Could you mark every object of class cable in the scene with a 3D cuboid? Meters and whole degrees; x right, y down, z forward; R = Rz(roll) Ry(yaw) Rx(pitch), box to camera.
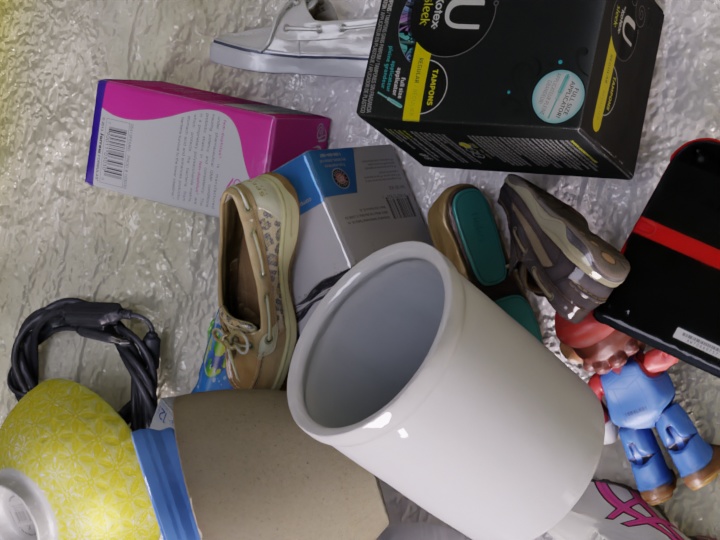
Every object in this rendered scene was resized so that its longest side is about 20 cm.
[{"bbox_3d":[-0.273,0.111,1.777,0.199,0.051,0.164,-1,102,34],"label":"cable"}]

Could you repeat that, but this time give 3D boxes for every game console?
[{"bbox_3d":[0.303,0.000,1.390,0.199,0.031,0.178,25,81,24],"label":"game console"}]

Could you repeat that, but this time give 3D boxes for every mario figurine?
[{"bbox_3d":[0.233,0.083,1.472,0.123,0.106,0.201,-26,92,-7],"label":"mario figurine"}]

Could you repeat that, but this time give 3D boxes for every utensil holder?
[{"bbox_3d":[0.071,0.101,1.385,0.170,0.200,0.171,-33,36,29],"label":"utensil holder"}]

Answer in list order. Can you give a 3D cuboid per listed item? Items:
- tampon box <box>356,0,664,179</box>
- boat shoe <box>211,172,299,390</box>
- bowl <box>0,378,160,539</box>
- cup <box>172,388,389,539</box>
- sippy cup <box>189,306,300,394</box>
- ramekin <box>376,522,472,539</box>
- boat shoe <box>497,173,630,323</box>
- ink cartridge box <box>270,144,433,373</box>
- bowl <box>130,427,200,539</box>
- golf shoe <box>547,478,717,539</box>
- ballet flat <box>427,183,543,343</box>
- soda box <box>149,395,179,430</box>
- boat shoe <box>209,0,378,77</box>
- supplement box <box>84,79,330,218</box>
[{"bbox_3d":[0.123,-0.168,1.445,0.199,0.126,0.151,6,77,30],"label":"tampon box"},{"bbox_3d":[-0.096,0.018,1.489,0.073,0.062,0.201,19,114,41],"label":"boat shoe"},{"bbox_3d":[-0.298,0.217,1.724,0.199,0.107,0.201,23,127,34],"label":"bowl"},{"bbox_3d":[-0.057,0.180,1.464,0.142,0.200,0.202,-17,86,-1],"label":"cup"},{"bbox_3d":[-0.083,0.077,1.610,0.177,0.139,0.131,10,93,24],"label":"sippy cup"},{"bbox_3d":[0.048,0.316,1.535,0.199,0.098,0.202,0,102,1],"label":"ramekin"},{"bbox_3d":[0.146,-0.019,1.444,0.074,0.200,0.074,30,101,-21],"label":"boat shoe"},{"bbox_3d":[0.000,0.000,1.544,0.084,0.144,0.201,-28,80,31],"label":"ink cartridge box"},{"bbox_3d":[-0.150,0.229,1.537,0.039,0.201,0.202,-17,85,-10],"label":"bowl"},{"bbox_3d":[0.226,0.230,1.466,0.199,0.092,0.073,23,108,28],"label":"golf shoe"},{"bbox_3d":[0.108,0.024,1.542,0.063,0.068,0.201,-26,78,58],"label":"ballet flat"},{"bbox_3d":[-0.118,0.197,1.644,0.200,0.068,0.064,43,122,37],"label":"soda box"},{"bbox_3d":[-0.043,-0.218,1.590,0.201,0.074,0.087,7,98,27],"label":"boat shoe"},{"bbox_3d":[-0.141,-0.110,1.642,0.199,0.103,0.102,15,101,29],"label":"supplement box"}]
